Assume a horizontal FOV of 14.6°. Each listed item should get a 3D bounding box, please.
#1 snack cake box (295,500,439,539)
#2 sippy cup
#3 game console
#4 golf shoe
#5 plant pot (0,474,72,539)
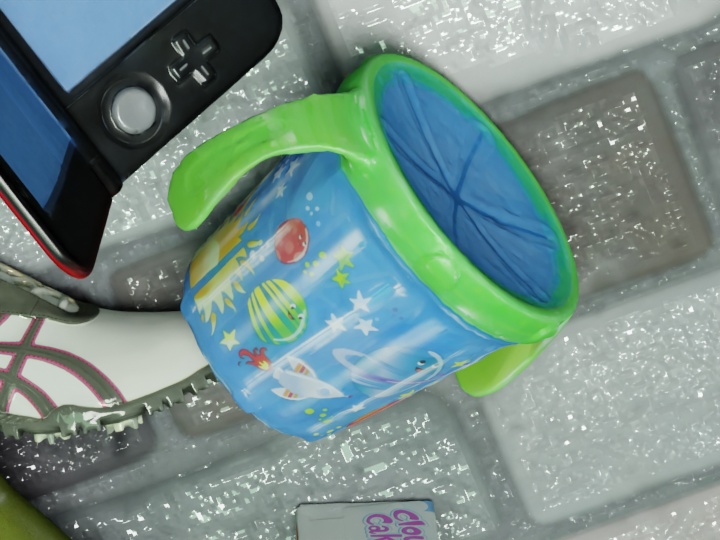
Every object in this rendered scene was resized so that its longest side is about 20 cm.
[{"bbox_3d":[0.008,0.218,1.276,0.067,0.115,0.200,-2,113,0],"label":"snack cake box"},{"bbox_3d":[0.000,0.000,1.180,0.130,0.140,0.178,-37,101,22],"label":"sippy cup"},{"bbox_3d":[-0.125,-0.123,1.090,0.172,0.119,0.200,-43,107,-18],"label":"game console"},{"bbox_3d":[-0.151,0.030,1.219,0.200,0.077,0.088,-7,99,-2],"label":"golf shoe"},{"bbox_3d":[-0.170,0.189,1.233,0.200,0.200,0.193,-31,99,12],"label":"plant pot"}]
